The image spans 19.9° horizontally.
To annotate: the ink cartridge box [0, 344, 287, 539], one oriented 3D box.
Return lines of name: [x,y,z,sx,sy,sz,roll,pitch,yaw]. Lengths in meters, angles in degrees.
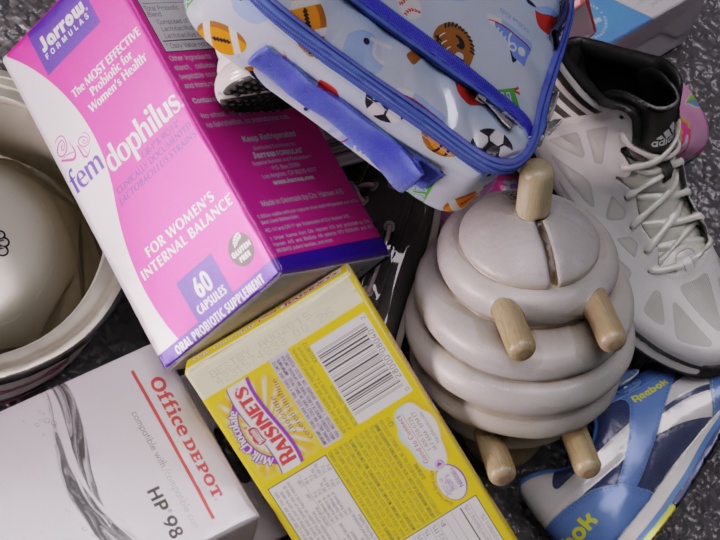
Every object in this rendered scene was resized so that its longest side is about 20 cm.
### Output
ink cartridge box: [-0.134,0.119,1.090,0.199,0.067,0.116,-25,69,-21]

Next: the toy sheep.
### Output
toy sheep: [0.086,0.027,1.091,0.136,0.201,0.138,6,39,-5]

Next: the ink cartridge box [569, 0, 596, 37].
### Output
ink cartridge box: [0.035,-0.190,1.238,0.116,0.068,0.201,-38,74,1]

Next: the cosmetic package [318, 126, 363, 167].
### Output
cosmetic package: [-0.050,-0.152,1.182,0.050,0.083,0.202,-15,91,-7]

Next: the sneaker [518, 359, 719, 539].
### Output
sneaker: [0.165,0.081,1.168,0.082,0.074,0.200,33,61,11]

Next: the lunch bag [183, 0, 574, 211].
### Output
lunch bag: [0.017,-0.129,1.027,0.199,0.075,0.161,34,52,-17]

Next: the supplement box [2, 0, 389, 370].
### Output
supplement box: [-0.090,-0.062,1.110,0.103,0.101,0.201,-10,66,-53]

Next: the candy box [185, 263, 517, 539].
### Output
candy box: [0.003,0.107,1.078,0.102,0.026,0.201,-30,103,6]

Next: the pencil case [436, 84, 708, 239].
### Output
pencil case: [0.115,-0.048,1.223,0.200,0.088,0.087,-39,74,-24]

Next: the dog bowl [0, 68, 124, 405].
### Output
dog bowl: [-0.224,-0.012,1.149,0.198,0.074,0.202,4,61,-8]

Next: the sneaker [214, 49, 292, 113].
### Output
sneaker: [-0.002,-0.132,1.105,0.199,0.073,0.081,-3,72,-48]

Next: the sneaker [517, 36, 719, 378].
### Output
sneaker: [0.154,-0.039,1.118,0.075,0.115,0.201,-32,80,-23]

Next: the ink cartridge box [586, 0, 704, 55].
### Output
ink cartridge box: [0.114,-0.212,1.315,0.115,0.067,0.201,-31,72,-21]

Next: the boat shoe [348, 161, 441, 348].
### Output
boat shoe: [0.000,0.000,1.155,0.057,0.067,0.202,16,80,-24]
